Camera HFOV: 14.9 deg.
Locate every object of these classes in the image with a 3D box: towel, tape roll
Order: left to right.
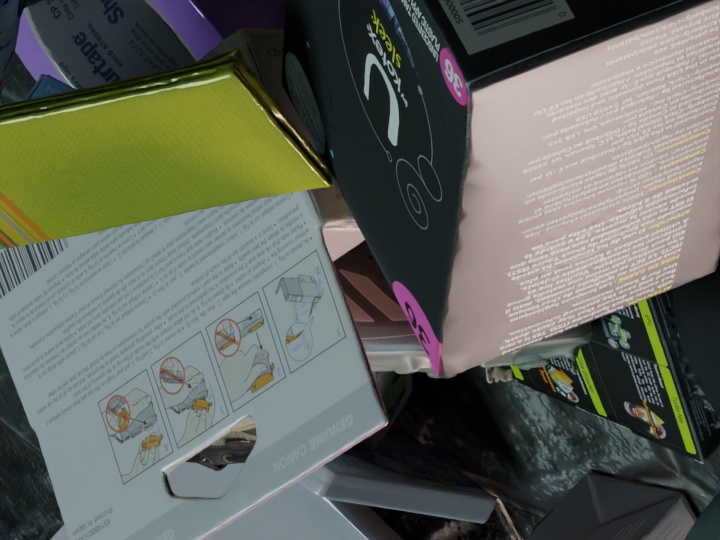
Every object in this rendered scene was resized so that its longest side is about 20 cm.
[{"bbox_3d":[-0.117,-0.042,1.073,0.200,0.018,0.086,-10,148,23],"label":"towel"},{"bbox_3d":[-0.093,-0.119,1.311,0.200,0.066,0.200,35,153,20],"label":"tape roll"}]

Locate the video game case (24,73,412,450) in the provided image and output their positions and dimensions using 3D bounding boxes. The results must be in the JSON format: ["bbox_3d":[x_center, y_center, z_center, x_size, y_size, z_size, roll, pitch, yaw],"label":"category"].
[{"bbox_3d":[-0.070,0.000,1.337,0.200,0.045,0.181,28,163,11],"label":"video game case"}]

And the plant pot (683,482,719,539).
[{"bbox_3d":[0.207,0.197,1.244,0.200,0.134,0.200,36,153,21],"label":"plant pot"}]

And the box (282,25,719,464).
[{"bbox_3d":[0.071,-0.023,1.225,0.193,0.048,0.200,20,146,40],"label":"box"}]

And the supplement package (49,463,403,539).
[{"bbox_3d":[-0.060,0.177,1.535,0.191,0.147,0.200,43,-179,6],"label":"supplement package"}]

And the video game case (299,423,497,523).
[{"bbox_3d":[-0.038,0.070,1.448,0.200,0.018,0.143,35,-168,38],"label":"video game case"}]

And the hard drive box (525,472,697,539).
[{"bbox_3d":[0.134,0.229,1.382,0.077,0.156,0.200,8,136,53],"label":"hard drive box"}]

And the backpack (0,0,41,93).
[{"bbox_3d":[-0.204,-0.145,1.099,0.200,0.154,0.191,41,162,1],"label":"backpack"}]

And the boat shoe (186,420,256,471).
[{"bbox_3d":[-0.073,0.066,1.326,0.066,0.072,0.201,43,157,-21],"label":"boat shoe"}]

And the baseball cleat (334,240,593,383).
[{"bbox_3d":[0.000,0.000,1.197,0.200,0.107,0.070,-3,174,9],"label":"baseball cleat"}]

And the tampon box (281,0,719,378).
[{"bbox_3d":[0.056,-0.086,0.996,0.200,0.126,0.150,94,152,-59],"label":"tampon box"}]

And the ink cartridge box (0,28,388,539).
[{"bbox_3d":[-0.069,0.023,1.151,0.200,0.045,0.176,-34,70,38],"label":"ink cartridge box"}]

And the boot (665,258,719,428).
[{"bbox_3d":[0.176,0.006,1.084,0.198,0.073,0.162,55,160,-17],"label":"boot"}]
